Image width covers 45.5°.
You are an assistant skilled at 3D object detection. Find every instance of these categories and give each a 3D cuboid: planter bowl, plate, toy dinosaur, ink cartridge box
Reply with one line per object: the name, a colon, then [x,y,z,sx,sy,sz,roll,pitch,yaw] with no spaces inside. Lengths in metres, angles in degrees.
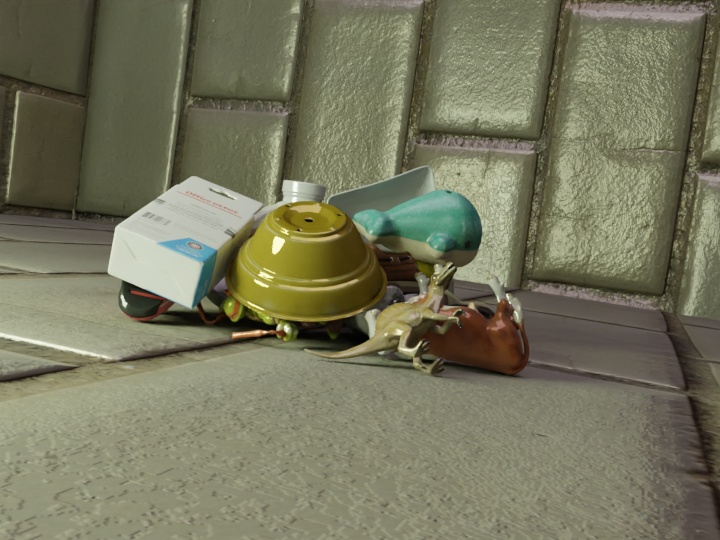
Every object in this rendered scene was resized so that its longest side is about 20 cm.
planter bowl: [-0.063,-0.027,1.023,0.197,0.085,0.201,3,29,-2]
plate: [0.044,-0.048,1.378,0.198,0.202,0.032,-20,19,-25]
toy dinosaur: [0.046,0.071,0.934,0.199,0.059,0.101,-33,41,-21]
ink cartridge box: [-0.209,-0.041,1.066,0.114,0.067,0.200,22,27,7]

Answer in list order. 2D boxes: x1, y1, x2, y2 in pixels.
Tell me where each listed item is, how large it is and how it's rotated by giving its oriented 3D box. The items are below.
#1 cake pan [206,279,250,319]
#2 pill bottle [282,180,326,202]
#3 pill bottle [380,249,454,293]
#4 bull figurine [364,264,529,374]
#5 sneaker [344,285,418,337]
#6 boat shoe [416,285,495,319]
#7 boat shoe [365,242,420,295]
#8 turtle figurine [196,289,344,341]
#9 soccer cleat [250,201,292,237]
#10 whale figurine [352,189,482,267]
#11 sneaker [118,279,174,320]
cake pan: [-0.145,-0.002,1.211,0.197,0.037,0.202,10,39,-8]
pill bottle: [-0.105,-0.044,1.428,0.103,0.203,0.104,8,3,0]
pill bottle: [0.031,0.026,1.295,0.197,0.116,0.114,6,3,-21]
bull figurine: [0.103,0.061,1.010,0.197,0.123,0.065,15,-25,-3]
sneaker: [0.016,0.063,1.112,0.098,0.079,0.200,0,-7,17]
boat shoe: [0.139,0.078,1.143,0.199,0.073,0.065,20,24,-49]
boat shoe: [0.000,0.000,1.169,0.198,0.069,0.071,9,-22,-44]
turtle figurine: [-0.110,0.044,1.053,0.160,0.065,0.199,6,4,-37]
soccer cleat: [-0.132,-0.062,1.196,0.197,0.079,0.069,5,-25,-22]
whale figurine: [0.090,-0.072,1.272,0.197,0.105,0.159,7,20,-26]
sneaker: [-0.252,0.024,1.090,0.073,0.088,0.201,17,27,-2]
